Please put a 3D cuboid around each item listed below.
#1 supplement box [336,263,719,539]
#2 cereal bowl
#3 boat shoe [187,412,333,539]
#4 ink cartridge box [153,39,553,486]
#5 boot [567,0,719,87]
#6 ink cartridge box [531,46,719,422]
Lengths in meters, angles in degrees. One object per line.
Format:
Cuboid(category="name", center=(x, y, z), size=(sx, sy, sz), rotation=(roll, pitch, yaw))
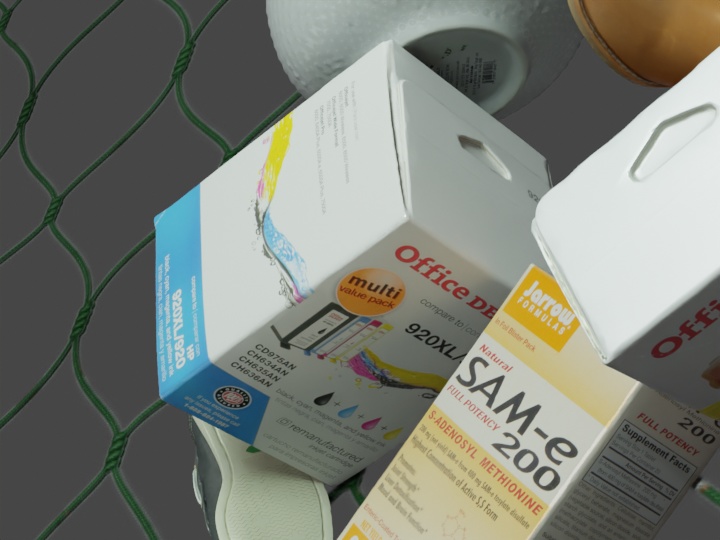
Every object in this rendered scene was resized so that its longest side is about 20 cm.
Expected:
Cuboid(category="supplement box", center=(0.083, 0.112, 0.951), size=(0.200, 0.073, 0.126), rotation=(-55, 34, 2))
Cuboid(category="cereal bowl", center=(0.045, -0.144, 1.104), size=(0.200, 0.200, 0.083), rotation=(-35, 48, 30))
Cuboid(category="boat shoe", center=(-0.063, 0.144, 1.138), size=(0.200, 0.072, 0.068), rotation=(-112, 23, -43))
Cuboid(category="ink cartridge box", center=(0.000, 0.000, 1.082), size=(0.200, 0.147, 0.145), rotation=(-36, 40, 29))
Cuboid(category="boot", center=(0.206, -0.109, 0.857), size=(0.155, 0.200, 0.074), rotation=(8, 76, 63))
Cuboid(category="ink cartridge box", center=(0.190, -0.004, 0.785), size=(0.145, 0.200, 0.083), rotation=(-42, 49, 21))
